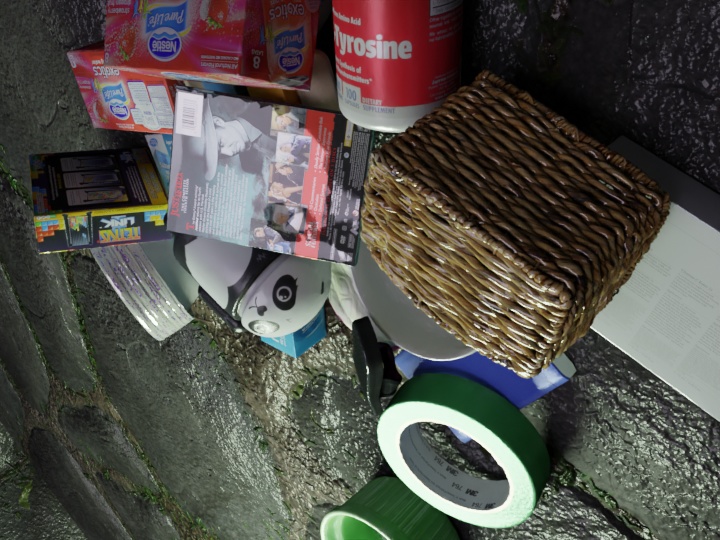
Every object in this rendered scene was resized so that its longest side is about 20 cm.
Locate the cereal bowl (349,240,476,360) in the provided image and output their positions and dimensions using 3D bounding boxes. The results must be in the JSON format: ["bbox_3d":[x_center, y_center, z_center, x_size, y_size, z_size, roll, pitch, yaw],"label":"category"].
[{"bbox_3d":[0.084,-0.020,0.763,0.199,0.083,0.202,12,108,38],"label":"cereal bowl"}]

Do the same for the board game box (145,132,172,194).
[{"bbox_3d":[-0.194,-0.095,1.045,0.150,0.047,0.202,6,121,44],"label":"board game box"}]

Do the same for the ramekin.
[{"bbox_3d":[0.048,0.388,1.104,0.199,0.097,0.202,26,134,31],"label":"ramekin"}]

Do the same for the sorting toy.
[{"bbox_3d":[-0.097,-0.147,0.826,0.199,0.037,0.186,13,137,35],"label":"sorting toy"}]

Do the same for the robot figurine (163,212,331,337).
[{"bbox_3d":[-0.124,-0.018,0.859,0.200,0.125,0.150,43,164,12],"label":"robot figurine"}]

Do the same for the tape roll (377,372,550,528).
[{"bbox_3d":[0.115,0.209,0.905,0.199,0.048,0.202,23,137,22],"label":"tape roll"}]

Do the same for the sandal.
[{"bbox_3d":[0.022,0.107,0.860,0.201,0.047,0.076,90,163,-68],"label":"sandal"}]

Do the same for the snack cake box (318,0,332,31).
[{"bbox_3d":[-0.121,-0.310,0.796,0.201,0.067,0.115,52,143,3],"label":"snack cake box"}]

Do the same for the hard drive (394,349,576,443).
[{"bbox_3d":[0.128,0.103,0.871,0.132,0.025,0.200,49,141,7],"label":"hard drive"}]

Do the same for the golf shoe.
[{"bbox_3d":[0.000,0.000,0.894,0.201,0.075,0.091,54,138,-1],"label":"golf shoe"}]

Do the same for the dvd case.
[{"bbox_3d":[-0.090,-0.092,0.766,0.198,0.022,0.148,10,107,7],"label":"dvd case"}]

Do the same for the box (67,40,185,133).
[{"bbox_3d":[-0.253,-0.232,0.955,0.199,0.095,0.101,12,125,41],"label":"box"}]

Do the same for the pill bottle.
[{"bbox_3d":[0.031,-0.229,0.661,0.112,0.112,0.202,23,132,33],"label":"pill bottle"}]

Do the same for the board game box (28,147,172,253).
[{"bbox_3d":[-0.349,-0.099,1.048,0.200,0.164,0.057,-126,37,-53],"label":"board game box"}]

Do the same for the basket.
[{"bbox_3d":[0.117,-0.033,0.637,0.200,0.149,0.143,39,150,22],"label":"basket"}]

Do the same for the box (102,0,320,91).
[{"bbox_3d":[-0.140,-0.226,0.725,0.199,0.095,0.101,15,102,37],"label":"box"}]

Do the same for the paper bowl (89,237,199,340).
[{"bbox_3d":[-0.303,-0.008,1.139,0.202,0.104,0.201,56,171,13],"label":"paper bowl"}]

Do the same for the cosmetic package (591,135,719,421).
[{"bbox_3d":[0.257,0.008,0.647,0.200,0.052,0.152,39,140,20],"label":"cosmetic package"}]

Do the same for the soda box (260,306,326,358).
[{"bbox_3d":[-0.094,0.008,1.002,0.067,0.064,0.202,23,133,33],"label":"soda box"}]
